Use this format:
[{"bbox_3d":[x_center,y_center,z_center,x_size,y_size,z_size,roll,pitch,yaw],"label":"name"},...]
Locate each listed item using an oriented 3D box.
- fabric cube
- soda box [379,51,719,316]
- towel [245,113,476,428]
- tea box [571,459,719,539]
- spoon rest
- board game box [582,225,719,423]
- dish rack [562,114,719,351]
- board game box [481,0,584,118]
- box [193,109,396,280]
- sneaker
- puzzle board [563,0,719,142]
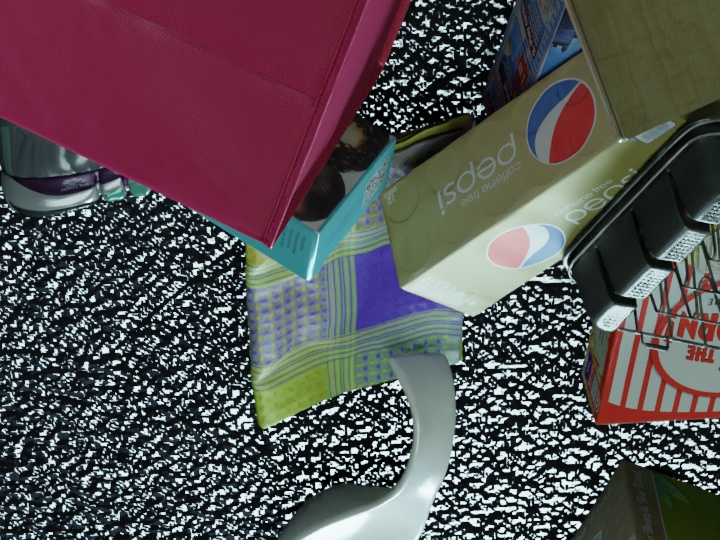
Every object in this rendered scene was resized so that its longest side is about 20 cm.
[{"bbox_3d":[-0.076,-0.172,1.544,0.199,0.196,0.200,26,128,4],"label":"fabric cube"},{"bbox_3d":[0.105,-0.055,1.656,0.200,0.068,0.064,-34,143,31],"label":"soda box"},{"bbox_3d":[0.000,0.000,1.753,0.143,0.023,0.200,-15,133,-20],"label":"towel"},{"bbox_3d":[0.209,0.259,1.898,0.197,0.134,0.200,21,118,-14],"label":"tea box"},{"bbox_3d":[0.008,0.139,1.839,0.099,0.061,0.200,-3,136,-31],"label":"spoon rest"},{"bbox_3d":[0.219,0.003,1.752,0.151,0.046,0.200,-3,135,-9],"label":"board game box"},{"bbox_3d":[0.231,-0.006,1.651,0.200,0.055,0.153,11,143,-26],"label":"dish rack"},{"bbox_3d":[0.161,-0.127,1.682,0.200,0.062,0.200,7,144,-26],"label":"board game box"},{"bbox_3d":[-0.086,-0.084,1.652,0.200,0.082,0.049,31,148,12],"label":"box"},{"bbox_3d":[-0.113,-0.091,1.710,0.200,0.074,0.088,-12,107,-1],"label":"sneaker"},{"bbox_3d":[0.157,-0.185,1.565,0.151,0.017,0.200,-24,96,-27],"label":"puzzle board"}]
